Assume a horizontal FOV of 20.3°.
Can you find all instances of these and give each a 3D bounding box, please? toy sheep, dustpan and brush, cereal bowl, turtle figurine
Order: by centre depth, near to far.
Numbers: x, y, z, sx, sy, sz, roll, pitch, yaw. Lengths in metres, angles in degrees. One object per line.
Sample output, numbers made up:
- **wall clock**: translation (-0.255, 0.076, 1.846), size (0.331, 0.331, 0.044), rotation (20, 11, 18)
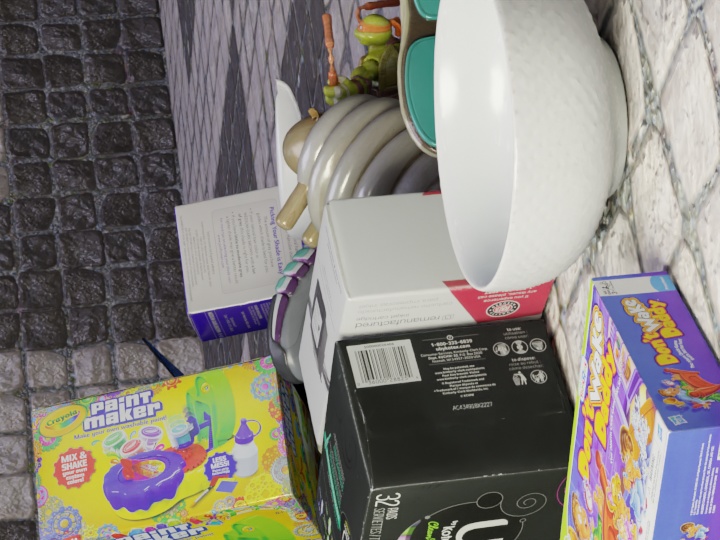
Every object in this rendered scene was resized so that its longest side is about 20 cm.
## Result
- **cereal bowl**: translation (0.102, -0.088, 1.172), size (0.200, 0.083, 0.200), rotation (175, 90, -79)
- **toy sheep**: translation (0.022, -0.059, 1.486), size (0.200, 0.138, 0.138), rotation (31, 138, 26)
- **dustpan and brush**: translation (-0.033, -0.046, 1.641), size (0.140, 0.057, 0.200), rotation (70, -162, -73)
- **turtle figurine**: translation (0.019, -0.146, 1.659), size (0.200, 0.064, 0.162), rotation (-56, -36, -65)

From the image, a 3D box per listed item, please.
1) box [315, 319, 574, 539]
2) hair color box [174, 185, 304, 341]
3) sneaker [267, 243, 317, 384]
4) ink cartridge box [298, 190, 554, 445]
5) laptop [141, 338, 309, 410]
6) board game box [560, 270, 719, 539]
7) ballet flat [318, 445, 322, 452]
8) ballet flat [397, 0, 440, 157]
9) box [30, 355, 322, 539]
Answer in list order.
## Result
- **box**: translation (0.055, 0.146, 1.352), size (0.200, 0.148, 0.124), rotation (97, 164, -49)
- **hair color box**: translation (-0.053, -0.016, 1.729), size (0.065, 0.200, 0.109), rotation (70, -171, -62)
- **sneaker**: translation (0.000, 0.000, 1.550), size (0.074, 0.087, 0.200), rotation (51, -127, -37)
- **ink cartridge box**: translation (0.041, 0.034, 1.392), size (0.200, 0.145, 0.083), rotation (101, 159, -56)
- **laptop**: translation (-0.064, 0.116, 1.749), size (0.187, 0.200, 0.116), rotation (45, -148, -34)
- **board game box**: translation (0.153, 0.121, 1.081), size (0.135, 0.045, 0.200), rotation (-109, 17, -54)
- **ballet flat**: translation (0.003, 0.150, 1.571), size (0.069, 0.069, 0.200), rotation (108, 146, -65)
- **ballet flat**: translation (0.058, -0.166, 1.460), size (0.069, 0.069, 0.200), rotation (113, 157, -69)
- **box**: translation (-0.133, 0.177, 1.599), size (0.193, 0.200, 0.122), rotation (64, -165, -60)
